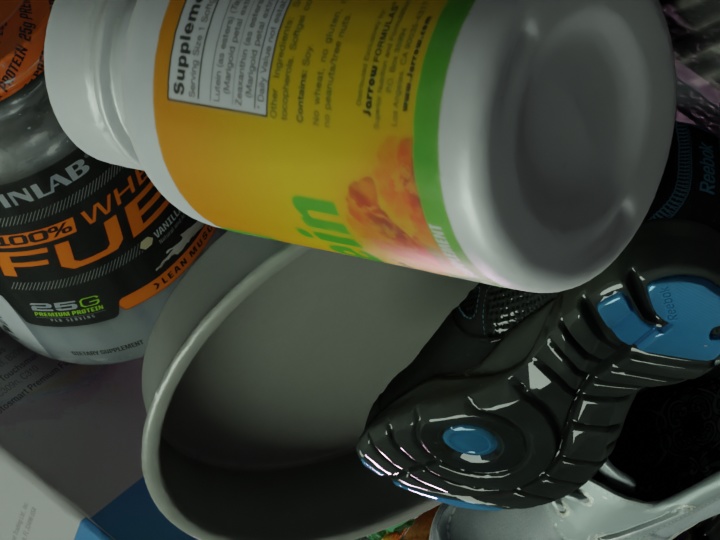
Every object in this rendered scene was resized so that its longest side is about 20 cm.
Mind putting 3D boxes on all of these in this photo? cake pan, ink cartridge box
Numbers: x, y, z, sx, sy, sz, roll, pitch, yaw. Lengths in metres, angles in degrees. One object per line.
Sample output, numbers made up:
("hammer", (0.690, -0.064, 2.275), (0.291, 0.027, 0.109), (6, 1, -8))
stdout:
("cake pan", (0.005, 0.027, 1.066), (0.037, 0.200, 0.200), (59, 180, 35))
("ink cartridge box", (-0.136, 0.078, 1.204), (0.200, 0.125, 0.129), (39, 133, 15))

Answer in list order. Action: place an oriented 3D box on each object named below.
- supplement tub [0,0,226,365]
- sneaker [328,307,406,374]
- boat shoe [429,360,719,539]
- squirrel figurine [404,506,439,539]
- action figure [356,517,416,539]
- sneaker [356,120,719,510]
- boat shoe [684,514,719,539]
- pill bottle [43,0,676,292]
("supplement tub", (-0.123, -0.058, 1.087), (0.122, 0.123, 0.200), (19, 159, 25))
("sneaker", (0.000, 0.000, 1.150), (0.080, 0.076, 0.200), (26, 161, 37))
("boat shoe", (0.102, 0.068, 1.068), (0.201, 0.070, 0.071), (-24, 150, 24))
("squirrel figurine", (0.103, 0.156, 1.352), (0.200, 0.142, 0.187), (-2, 136, 31))
("action figure", (-0.012, 0.134, 1.277), (0.055, 0.118, 0.200), (34, 144, -1))
("sneaker", (0.070, 0.022, 1.011), (0.073, 0.082, 0.200), (27, 141, -23))
("boat shoe", (0.156, 0.125, 1.160), (0.057, 0.069, 0.200), (25, 162, 12))
("pill bottle", (-0.007, -0.062, 0.936), (0.200, 0.111, 0.111), (12, 155, 39))
